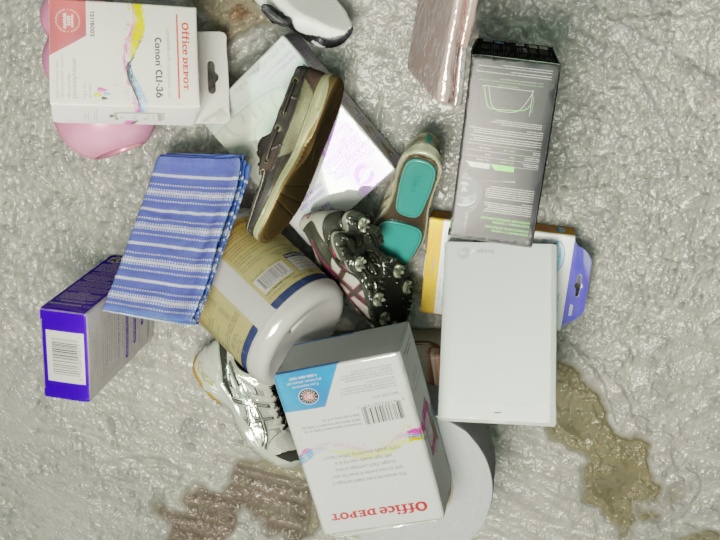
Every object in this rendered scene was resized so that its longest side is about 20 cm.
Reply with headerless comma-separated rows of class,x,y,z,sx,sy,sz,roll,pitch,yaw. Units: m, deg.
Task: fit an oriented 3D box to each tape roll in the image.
tape roll,0.062,0.238,1.136,0.196,0.066,0.205,3,111,9

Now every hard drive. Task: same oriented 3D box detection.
hard drive,0.156,0.069,1.077,0.129,0.026,0.205,1,74,8

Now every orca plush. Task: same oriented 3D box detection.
orca plush,-0.103,-0.304,1.083,0.197,0.107,0.071,22,145,-8

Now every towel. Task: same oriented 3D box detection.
towel,0.091,-0.285,0.988,0.031,0.201,0.195,5,112,-9
towel,-0.209,-0.042,1.080,0.142,0.024,0.204,6,70,31

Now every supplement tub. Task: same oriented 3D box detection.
supplement tub,-0.131,0.018,1.124,0.199,0.143,0.146,41,112,22

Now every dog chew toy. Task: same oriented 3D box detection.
dog chew toy,-0.316,-0.237,1.120,0.122,0.124,0.204,-17,96,15

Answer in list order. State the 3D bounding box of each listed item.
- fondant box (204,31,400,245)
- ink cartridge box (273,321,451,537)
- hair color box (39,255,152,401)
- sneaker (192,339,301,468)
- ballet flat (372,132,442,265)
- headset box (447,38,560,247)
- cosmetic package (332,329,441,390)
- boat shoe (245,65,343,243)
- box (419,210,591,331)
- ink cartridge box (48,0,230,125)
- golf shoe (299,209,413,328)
fondant box,-0.069,-0.155,1.130,0.144,0.058,0.201,-39,98,18
ink cartridge box,0.007,0.175,1.042,0.142,0.085,0.204,-11,106,15
hair color box,-0.317,0.065,1.167,0.063,0.200,0.112,7,109,9
sneaker,-0.126,0.165,1.231,0.087,0.076,0.200,-40,97,19
ballet flat,0.055,-0.075,1.128,0.066,0.063,0.202,20,133,-5
headset box,0.154,-0.137,1.034,0.091,0.174,0.204,7,110,7
cosmetic package,0.038,0.136,1.185,0.195,0.087,0.106,-4,107,11
boat shoe,-0.083,-0.131,1.070,0.064,0.073,0.203,26,90,16
box,0.174,0.001,1.146,0.195,0.042,0.122,7,108,5
ink cartridge box,-0.238,-0.226,1.047,0.196,0.067,0.119,-2,81,-17
golf shoe,0.000,0.000,1.132,0.087,0.078,0.202,16,146,40
